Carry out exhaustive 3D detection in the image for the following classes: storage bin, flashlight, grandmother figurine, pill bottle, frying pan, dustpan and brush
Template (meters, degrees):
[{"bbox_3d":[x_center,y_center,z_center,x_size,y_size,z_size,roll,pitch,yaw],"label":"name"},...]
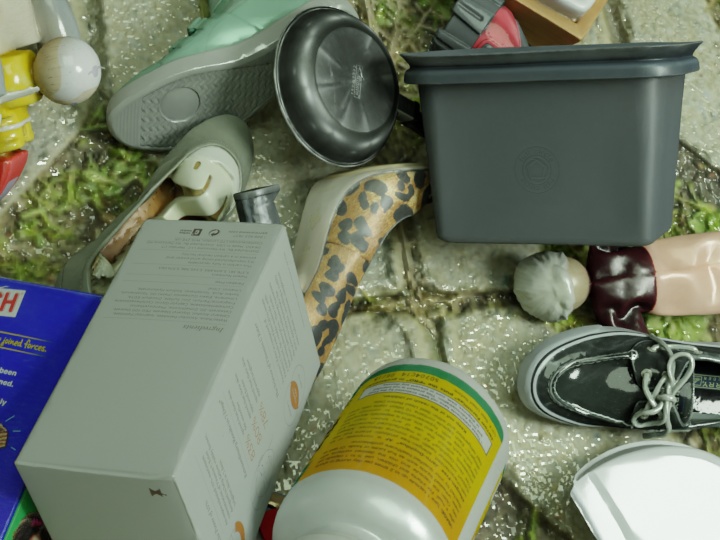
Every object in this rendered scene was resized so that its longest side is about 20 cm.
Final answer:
[{"bbox_3d":[0.137,-0.091,0.975,0.198,0.145,0.136,3,101,22],"label":"storage bin"},{"bbox_3d":[0.150,-0.142,1.079,0.199,0.068,0.068,35,77,0],"label":"flashlight"},{"bbox_3d":[0.209,0.009,1.021,0.198,0.061,0.123,-2,71,-12],"label":"grandmother figurine"},{"bbox_3d":[0.014,0.147,0.830,0.112,0.113,0.200,32,34,3],"label":"pill bottle"},{"bbox_3d":[0.012,-0.109,0.992,0.190,0.031,0.116,42,57,-28],"label":"frying pan"},{"bbox_3d":[0.245,0.161,0.963,0.199,0.057,0.140,-29,85,-18],"label":"dustpan and brush"}]

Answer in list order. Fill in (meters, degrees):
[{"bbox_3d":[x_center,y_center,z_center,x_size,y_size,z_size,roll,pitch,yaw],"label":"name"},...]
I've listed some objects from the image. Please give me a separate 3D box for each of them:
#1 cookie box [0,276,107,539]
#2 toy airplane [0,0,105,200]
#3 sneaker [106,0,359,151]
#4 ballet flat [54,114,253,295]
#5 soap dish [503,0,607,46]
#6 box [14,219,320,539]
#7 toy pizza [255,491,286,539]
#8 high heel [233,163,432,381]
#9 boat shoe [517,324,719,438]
[{"bbox_3d":[-0.248,0.103,0.820,0.169,0.075,0.201,9,59,16],"label":"cookie box"},{"bbox_3d":[-0.237,-0.154,0.910,0.140,0.200,0.202,11,60,4],"label":"toy airplane"},{"bbox_3d":[-0.111,-0.169,1.032,0.199,0.074,0.118,-29,50,-10],"label":"sneaker"},{"bbox_3d":[-0.126,-0.033,0.949,0.200,0.063,0.068,-49,118,-26],"label":"ballet flat"},{"bbox_3d":[0.122,-0.280,1.127,0.199,0.081,0.158,32,61,3],"label":"soap dish"},{"bbox_3d":[-0.105,0.082,0.820,0.096,0.125,0.201,3,43,17],"label":"box"},{"bbox_3d":[-0.062,0.209,0.833,0.198,0.032,0.201,15,42,-14],"label":"toy pizza"},{"bbox_3d":[0.000,0.000,0.988,0.199,0.071,0.144,-14,96,-38],"label":"high heel"},{"bbox_3d":[0.211,0.083,0.967,0.197,0.068,0.074,8,96,-15],"label":"boat shoe"}]
